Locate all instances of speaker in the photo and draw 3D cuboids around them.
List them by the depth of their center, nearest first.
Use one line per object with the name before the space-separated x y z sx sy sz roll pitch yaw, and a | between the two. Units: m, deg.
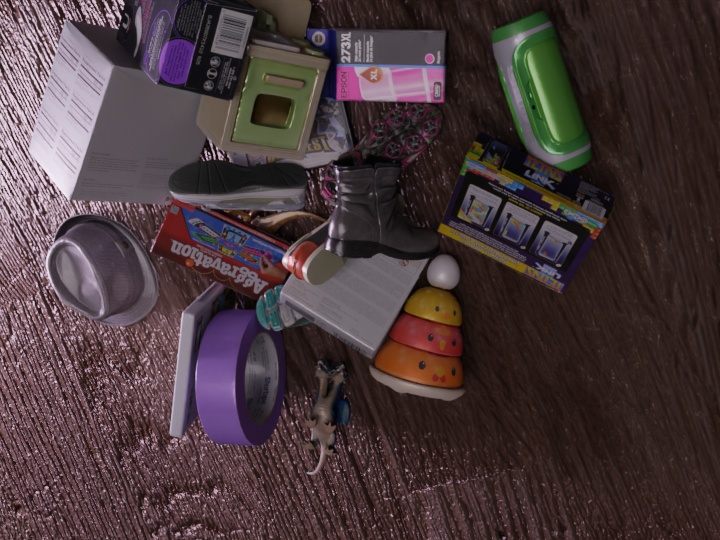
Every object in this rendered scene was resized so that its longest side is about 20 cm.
speaker | 0.236 -0.229 1.251 0.087 0.088 0.203 -17 102 21

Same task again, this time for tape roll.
tape roll | -0.176 0.160 1.442 0.065 0.200 0.203 -1 108 17

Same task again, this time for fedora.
fedora | -0.426 0.010 1.530 0.175 0.090 0.202 -23 100 23

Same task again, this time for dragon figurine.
dragon figurine | -0.051 0.232 1.505 0.058 0.100 0.202 9 129 12

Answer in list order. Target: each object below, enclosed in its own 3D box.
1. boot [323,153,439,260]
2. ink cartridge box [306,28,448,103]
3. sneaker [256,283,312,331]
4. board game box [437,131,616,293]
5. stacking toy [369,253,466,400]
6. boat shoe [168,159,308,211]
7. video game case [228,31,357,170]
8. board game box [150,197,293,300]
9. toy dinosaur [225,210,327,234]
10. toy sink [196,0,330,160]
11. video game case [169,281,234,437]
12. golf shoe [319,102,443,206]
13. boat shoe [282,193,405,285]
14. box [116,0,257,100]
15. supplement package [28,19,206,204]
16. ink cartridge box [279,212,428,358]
boot | 0.043 -0.086 1.293 0.069 0.198 0.134 23 108 45
ink cartridge box | 0.021 -0.281 1.314 0.197 0.037 0.096 3 107 10
sneaker | -0.059 0.035 1.439 0.197 0.091 0.079 -19 77 -1
board game box | 0.217 -0.074 1.283 0.198 0.057 0.166 27 147 7
stacking toy | 0.099 0.075 1.386 0.144 0.146 0.203 13 95 12
boat shoe | -0.175 -0.114 1.379 0.199 0.075 0.065 -4 138 -12
video game case | -0.114 -0.232 1.390 0.197 0.026 0.183 -9 104 20
board game box | -0.201 -0.031 1.422 0.198 0.020 0.104 25 112 -12
toy dinosaur | -0.150 -0.066 1.451 0.199 0.061 0.107 -34 109 13
toy sink | -0.125 -0.263 1.279 0.129 0.112 0.203 4 115 -32
video game case | -0.238 0.124 1.459 0.023 0.182 0.203 13 111 9
golf shoe | 0.029 -0.164 1.345 0.199 0.092 0.073 -35 82 3
boat shoe | -0.021 -0.053 1.341 0.062 0.199 0.072 25 144 45
box | -0.227 -0.313 1.225 0.105 0.200 0.124 7 114 -34
supplement package | -0.330 -0.217 1.350 0.147 0.190 0.202 42 118 34
ink cartridge box | 0.000 0.000 1.382 0.159 0.047 0.201 31 69 5
